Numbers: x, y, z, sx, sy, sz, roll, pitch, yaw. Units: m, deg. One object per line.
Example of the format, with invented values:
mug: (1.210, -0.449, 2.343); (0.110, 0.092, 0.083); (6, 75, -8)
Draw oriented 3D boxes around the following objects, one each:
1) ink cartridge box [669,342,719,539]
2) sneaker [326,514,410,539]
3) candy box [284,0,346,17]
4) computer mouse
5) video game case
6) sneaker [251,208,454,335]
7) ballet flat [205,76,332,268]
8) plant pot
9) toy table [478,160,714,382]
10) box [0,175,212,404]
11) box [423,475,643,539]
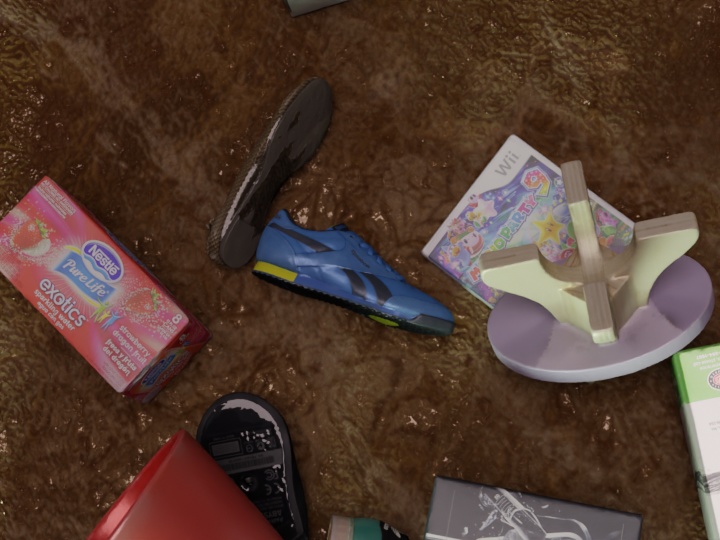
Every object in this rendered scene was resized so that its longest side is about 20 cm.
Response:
ink cartridge box: (0.361, 0.160, 1.342); (0.144, 0.084, 0.202); (-11, 78, 5)
sneaker: (-0.001, 0.318, 1.345); (0.079, 0.071, 0.202); (8, 88, -2)
candy box: (-0.018, -0.369, 1.491); (0.166, 0.072, 0.202); (-17, 79, 4)
computer mouse: (-0.100, 0.210, 1.409); (0.137, 0.053, 0.202); (-7, 89, 7)
video game case: (0.177, -0.012, 1.430); (0.200, 0.018, 0.144); (37, 86, 12)
sneaker: (0.000, 0.000, 1.425); (0.199, 0.066, 0.079); (20, 79, 10)
ballet flat: (-0.090, -0.096, 1.461); (0.046, 0.067, 0.201); (25, 86, 41)
plant pot: (-0.145, 0.266, 1.302); (0.177, 0.200, 0.201); (40, 86, -6)
toy table: (0.199, 0.011, 1.329); (0.199, 0.117, 0.185); (-21, 50, 3)
box: (-0.244, 0.020, 1.432); (0.200, 0.100, 0.096); (44, 87, 13)
box: (0.133, 0.294, 1.325); (0.180, 0.104, 0.202); (10, 78, 5)
